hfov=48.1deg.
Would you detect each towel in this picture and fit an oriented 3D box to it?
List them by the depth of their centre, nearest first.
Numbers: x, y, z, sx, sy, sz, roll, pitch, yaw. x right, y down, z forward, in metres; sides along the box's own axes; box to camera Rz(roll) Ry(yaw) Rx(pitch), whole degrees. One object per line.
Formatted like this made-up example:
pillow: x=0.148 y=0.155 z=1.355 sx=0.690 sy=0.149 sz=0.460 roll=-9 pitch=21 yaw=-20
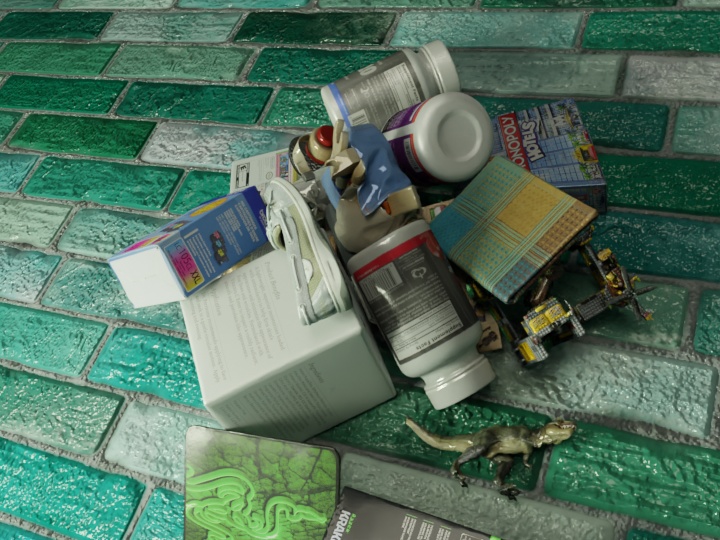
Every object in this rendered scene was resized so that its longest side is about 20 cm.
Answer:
towel: x=0.169 y=-0.052 z=0.946 sx=0.147 sy=0.022 sz=0.200 roll=-44 pitch=35 yaw=0

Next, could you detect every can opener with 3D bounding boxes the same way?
can opener: x=0.000 y=0.000 z=1.050 sx=0.052 sy=0.067 sz=0.202 roll=-4 pitch=50 yaw=-26

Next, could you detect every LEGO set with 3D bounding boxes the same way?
LEGO set: x=0.228 y=0.017 z=0.928 sx=0.197 sy=0.116 sz=0.156 roll=-22 pitch=81 yaw=-6

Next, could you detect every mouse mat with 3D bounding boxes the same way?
mouse mat: x=-0.114 y=0.264 z=0.901 sx=0.196 sy=0.008 sz=0.165 roll=4 pitch=95 yaw=22

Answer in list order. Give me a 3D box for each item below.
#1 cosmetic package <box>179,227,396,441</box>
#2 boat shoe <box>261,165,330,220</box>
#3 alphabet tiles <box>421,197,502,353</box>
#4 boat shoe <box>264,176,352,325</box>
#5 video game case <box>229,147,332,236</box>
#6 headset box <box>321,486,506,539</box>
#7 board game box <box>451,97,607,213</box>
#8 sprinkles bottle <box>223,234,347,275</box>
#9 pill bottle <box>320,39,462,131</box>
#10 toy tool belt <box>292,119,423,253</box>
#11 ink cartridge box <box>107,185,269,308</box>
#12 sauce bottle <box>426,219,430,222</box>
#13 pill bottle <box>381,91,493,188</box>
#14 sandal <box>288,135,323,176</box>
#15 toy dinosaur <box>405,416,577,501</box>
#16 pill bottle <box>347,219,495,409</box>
cosmetic package: x=-0.086 y=0.092 z=0.979 sx=0.197 sy=0.166 sz=0.166 roll=-24 pitch=51 yaw=1
boat shoe: x=-0.072 y=-0.095 z=1.128 sx=0.197 sy=0.074 sz=0.066 roll=-21 pitch=23 yaw=26
alphabet tiles: x=0.114 y=0.010 z=1.021 sx=0.164 sy=0.008 sz=0.204 roll=-13 pitch=73 yaw=16
boat shoe: x=-0.072 y=-0.026 z=0.909 sx=0.064 sy=0.075 sz=0.204 roll=-25 pitch=56 yaw=-6
video game case: x=-0.115 y=-0.110 z=1.232 sx=0.179 sy=0.022 sz=0.203 roll=-12 pitch=51 yaw=11
headset box: x=0.049 y=0.337 z=0.796 sx=0.197 sy=0.093 sz=0.176 roll=12 pitch=60 yaw=24
board game box: x=0.219 y=-0.150 z=1.119 sx=0.196 sy=0.062 sz=0.203 roll=-13 pitch=52 yaw=9
sprinkles bottle: x=-0.118 y=-0.008 z=1.127 sx=0.196 sy=0.069 sz=0.069 roll=-5 pitch=53 yaw=16
pill bottle: x=0.048 y=-0.265 z=1.230 sx=0.197 sy=0.114 sz=0.115 roll=-25 pitch=50 yaw=0
toy tool belt: x=0.005 y=-0.129 z=1.017 sx=0.123 sy=0.123 sz=0.202 roll=-19 pitch=68 yaw=-32
ink cartridge box: x=-0.200 y=-0.037 z=1.028 sx=0.135 sy=0.077 sz=0.199 roll=-10 pitch=20 yaw=46
sauce bottle: x=0.063 y=-0.051 z=1.098 sx=0.197 sy=0.065 sz=0.065 roll=13 pitch=59 yaw=27
pill bottle: x=0.092 y=-0.172 z=1.100 sx=0.112 sy=0.113 sz=0.200 roll=-40 pitch=14 yaw=-13
sandal: x=-0.024 y=-0.128 z=1.180 sx=0.198 sy=0.048 sz=0.076 roll=31 pitch=57 yaw=10
toy dinosaur: x=0.141 y=0.203 z=0.896 sx=0.196 sy=0.048 sz=0.089 roll=-3 pitch=39 yaw=18
pill bottle: x=0.075 y=0.053 z=0.940 sx=0.109 sy=0.111 sz=0.202 roll=-28 pitch=87 yaw=-3
